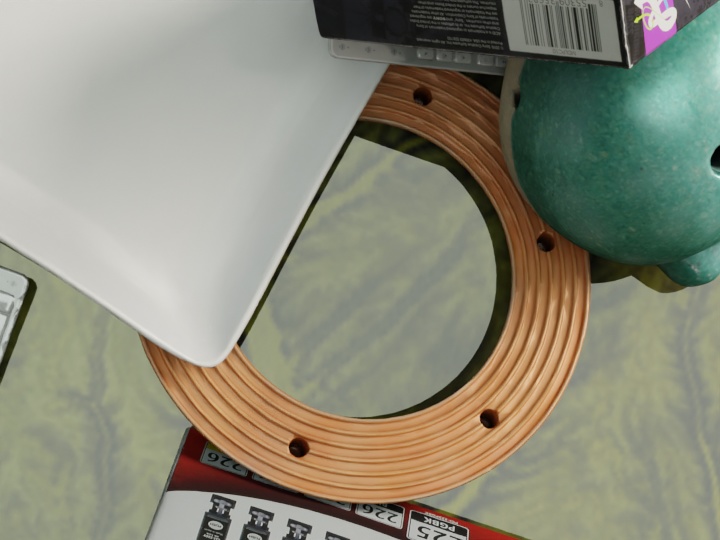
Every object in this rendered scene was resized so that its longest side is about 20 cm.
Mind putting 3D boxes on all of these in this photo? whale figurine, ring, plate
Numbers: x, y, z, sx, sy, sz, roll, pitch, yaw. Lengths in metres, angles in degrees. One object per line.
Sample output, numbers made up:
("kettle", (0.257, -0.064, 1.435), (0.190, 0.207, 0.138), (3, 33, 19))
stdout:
("whale figurine", (0.158, -0.061, 0.913), (0.199, 0.104, 0.160), (3, 111, -21))
("ring", (0.000, 0.000, 0.935), (0.199, 0.019, 0.202), (3, 73, -11))
("plate", (-0.093, -0.094, 0.886), (0.199, 0.032, 0.201), (33, 77, -21))

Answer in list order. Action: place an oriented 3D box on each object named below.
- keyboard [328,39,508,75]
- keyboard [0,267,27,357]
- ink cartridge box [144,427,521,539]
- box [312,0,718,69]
("keyboard", (0.078, -0.108, 0.938), (0.199, 0.011, 0.057), (4, 88, -24))
("keyboard", (-0.243, -0.005, 0.943), (0.199, 0.011, 0.057), (21, 86, -1))
("ink cartridge box", (0.001, 0.164, 0.863), (0.199, 0.176, 0.084), (18, 114, -2))
("box", (0.094, -0.135, 0.869), (0.200, 0.142, 0.036), (-37, 126, -41))
